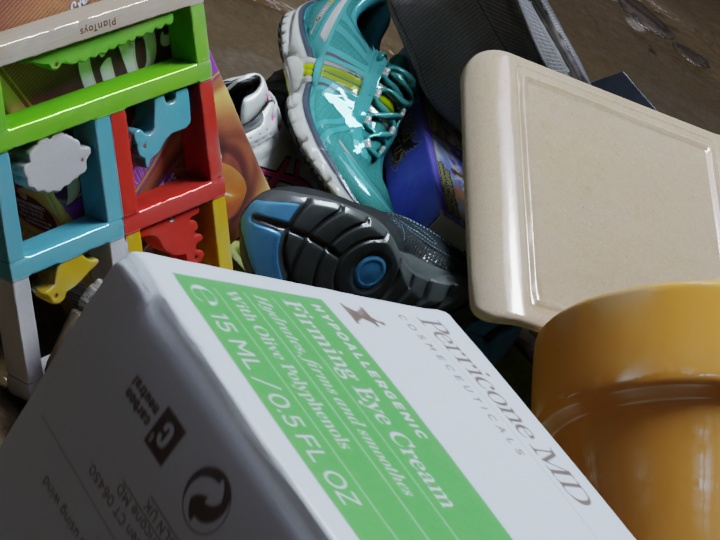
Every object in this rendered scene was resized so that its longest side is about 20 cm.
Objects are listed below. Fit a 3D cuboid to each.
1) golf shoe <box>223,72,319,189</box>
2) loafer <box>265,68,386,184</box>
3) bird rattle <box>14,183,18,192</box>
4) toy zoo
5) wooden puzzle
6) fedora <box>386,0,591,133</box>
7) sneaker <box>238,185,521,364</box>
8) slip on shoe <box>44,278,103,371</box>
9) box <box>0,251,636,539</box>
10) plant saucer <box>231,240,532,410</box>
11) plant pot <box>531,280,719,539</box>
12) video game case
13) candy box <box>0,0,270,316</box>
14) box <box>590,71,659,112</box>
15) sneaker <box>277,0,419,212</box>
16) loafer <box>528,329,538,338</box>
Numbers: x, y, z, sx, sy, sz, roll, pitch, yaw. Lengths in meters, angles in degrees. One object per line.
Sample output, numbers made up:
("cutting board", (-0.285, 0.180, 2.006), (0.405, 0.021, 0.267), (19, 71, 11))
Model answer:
("golf shoe", (-0.069, -0.076, 1.148), (0.073, 0.092, 0.200), (44, 22, 23))
("loafer", (0.013, -0.076, 1.274), (0.200, 0.072, 0.063), (38, 51, -14))
("bird rattle", (-0.263, -0.081, 0.883), (0.199, 0.113, 0.163), (28, 7, -24))
("toy zoo", (-0.118, -0.025, 0.871), (0.020, 0.201, 0.131), (18, 33, 41))
("wooden puzzle", (0.148, -0.024, 1.057), (0.199, 0.037, 0.186), (15, 53, -20))
("fedora", (0.075, -0.153, 1.176), (0.200, 0.090, 0.178), (48, 19, -49))
("sneaker", (0.000, 0.000, 1.006), (0.200, 0.073, 0.082), (27, 15, -43))
("slip on shoe", (-0.071, 0.076, 0.887), (0.076, 0.061, 0.200), (30, -6, 45))
("box", (-0.024, 0.138, 0.636), (0.171, 0.200, 0.199), (12, 30, -47))
("plant saucer", (0.029, 0.068, 1.052), (0.199, 0.048, 0.200), (3, 39, -52))
("plant pot", (0.182, 0.129, 0.939), (0.199, 0.200, 0.184), (21, 63, -31))
("video game case", (0.093, -0.037, 1.209), (0.181, 0.045, 0.201), (34, 27, -27))
("candy box", (-0.127, -0.079, 0.900), (0.056, 0.117, 0.201), (18, -37, 43))
("box", (0.206, -0.028, 1.357), (0.078, 0.142, 0.200), (-19, 43, -12))
("sneaker", (-0.003, -0.104, 1.148), (0.078, 0.079, 0.201), (55, 19, -50))
("loafer", (0.134, -0.015, 1.105), (0.076, 0.067, 0.201), (36, 30, -21))
